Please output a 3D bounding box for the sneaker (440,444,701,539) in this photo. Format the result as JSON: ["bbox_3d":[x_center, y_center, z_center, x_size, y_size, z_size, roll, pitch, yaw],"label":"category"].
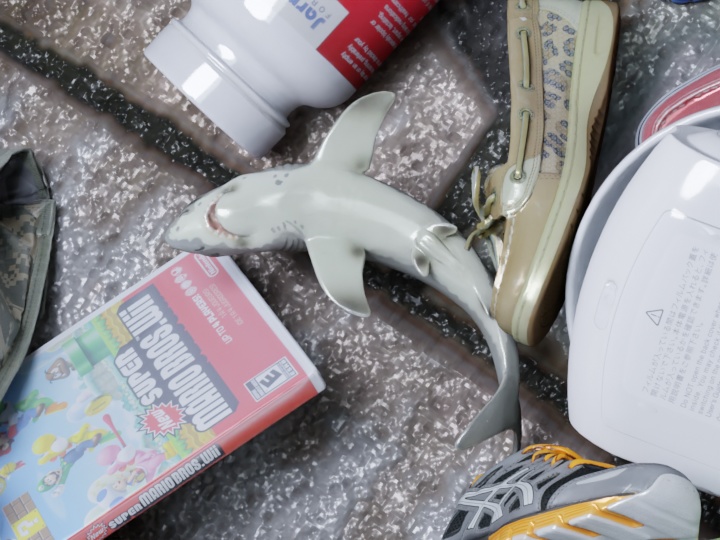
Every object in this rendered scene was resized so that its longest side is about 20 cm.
[{"bbox_3d":[0.092,0.116,1.094,0.078,0.200,0.077,26,62,-21],"label":"sneaker"}]

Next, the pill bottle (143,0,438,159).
[{"bbox_3d":[-0.018,-0.160,1.219,0.112,0.112,0.200,43,92,19],"label":"pill bottle"}]

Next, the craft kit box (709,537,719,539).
[{"bbox_3d":[0.165,0.223,1.056,0.048,0.200,0.198,1,77,-30],"label":"craft kit box"}]

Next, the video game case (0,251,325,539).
[{"bbox_3d":[-0.130,0.074,1.194,0.200,0.017,0.143,-34,40,-5],"label":"video game case"}]

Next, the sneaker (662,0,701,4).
[{"bbox_3d":[0.220,-0.215,1.177,0.200,0.085,0.077,-41,71,4],"label":"sneaker"}]

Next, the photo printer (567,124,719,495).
[{"bbox_3d":[0.199,0.032,1.060,0.200,0.069,0.167,20,111,11],"label":"photo printer"}]

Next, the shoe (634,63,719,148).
[{"bbox_3d":[0.229,-0.091,1.145,0.200,0.091,0.072,-14,75,13],"label":"shoe"}]

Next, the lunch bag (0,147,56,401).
[{"bbox_3d":[-0.261,0.011,1.235,0.164,0.200,0.118,-10,119,16],"label":"lunch bag"}]

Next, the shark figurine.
[{"bbox_3d":[0.022,0.000,1.189,0.214,0.090,0.128,36,80,6],"label":"shark figurine"}]

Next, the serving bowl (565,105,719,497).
[{"bbox_3d":[0.203,0.010,1.126,0.200,0.066,0.200,4,107,15],"label":"serving bowl"}]

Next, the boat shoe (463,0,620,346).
[{"bbox_3d":[0.087,-0.053,1.168,0.063,0.073,0.200,11,57,7],"label":"boat shoe"}]
